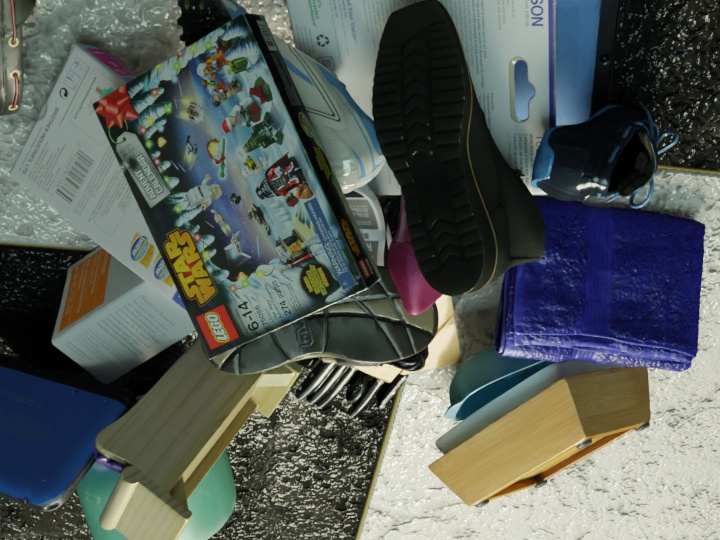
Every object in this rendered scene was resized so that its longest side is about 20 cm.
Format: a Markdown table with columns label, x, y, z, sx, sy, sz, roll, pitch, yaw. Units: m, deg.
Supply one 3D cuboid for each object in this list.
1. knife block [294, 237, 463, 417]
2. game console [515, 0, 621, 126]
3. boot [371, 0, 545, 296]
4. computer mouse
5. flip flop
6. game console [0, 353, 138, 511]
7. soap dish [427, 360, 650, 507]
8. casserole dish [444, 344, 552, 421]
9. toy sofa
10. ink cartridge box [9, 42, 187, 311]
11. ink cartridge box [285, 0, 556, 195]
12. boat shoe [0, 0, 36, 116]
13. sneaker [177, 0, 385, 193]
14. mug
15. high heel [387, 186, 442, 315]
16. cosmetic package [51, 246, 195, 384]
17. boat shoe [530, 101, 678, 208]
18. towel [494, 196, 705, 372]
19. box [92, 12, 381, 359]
| label | x | y | z | sx | sy | sz | roll | pitch | yaw |
| --- | --- | --- | --- | --- | --- | --- | --- | --- | --- |
| knife block | 0.006 | 0.052 | 0.906 | 0.173 | 0.064 | 0.202 | -12 | 131 | 2 |
| game console | 0.116 | -0.169 | 0.755 | 0.174 | 0.031 | 0.202 | -6 | 130 | -2 |
| boot | 0.080 | -0.090 | 0.700 | 0.077 | 0.138 | 0.204 | -5 | 94 | 35 |
| computer mouse | 0.000 | 0.000 | 0.813 | 0.108 | 0.044 | 0.203 | 4 | 125 | 15 |
| flip flop | -0.034 | 0.042 | 0.783 | 0.197 | 0.058 | 0.083 | -11 | 96 | 2 |
| game console | -0.278 | 0.145 | 0.835 | 0.197 | 0.172 | 0.119 | 10 | 136 | 25 |
| soap dish | 0.188 | 0.164 | 0.963 | 0.156 | 0.082 | 0.200 | -1 | 148 | -45 |
| casserole dish | 0.167 | 0.093 | 0.937 | 0.197 | 0.039 | 0.122 | -20 | 157 | -13 |
| toy sofa | -0.143 | 0.133 | 0.801 | 0.097 | 0.200 | 0.083 | 35 | 133 | 2 |
| ink cartridge box | -0.163 | -0.066 | 0.722 | 0.199 | 0.042 | 0.120 | 37 | 108 | 8 |
| ink cartridge box | 0.053 | -0.147 | 0.727 | 0.196 | 0.041 | 0.202 | 2 | 132 | 14 |
| boat shoe | -0.266 | -0.202 | 0.662 | 0.063 | 0.073 | 0.204 | -15 | 131 | -44 |
| sneaker | -0.059 | -0.138 | 0.700 | 0.200 | 0.072 | 0.072 | 45 | 134 | 7 |
| mug | -0.224 | 0.197 | 0.943 | 0.182 | 0.153 | 0.116 | -7 | 115 | 5 |
| high heel | 0.075 | -0.011 | 0.787 | 0.066 | 0.098 | 0.200 | 2 | 178 | 18 |
| cosmetic package | -0.168 | 0.002 | 0.819 | 0.198 | 0.102 | 0.071 | -31 | 127 | 17 |
| boat shoe | 0.202 | -0.081 | 0.743 | 0.068 | 0.199 | 0.085 | 22 | 121 | 29 |
| towel | 0.225 | 0.014 | 0.863 | 0.197 | 0.049 | 0.150 | 6 | 89 | -14 |
| box | -0.088 | -0.056 | 0.661 | 0.135 | 0.040 | 0.202 | -24 | 93 | 21 |
